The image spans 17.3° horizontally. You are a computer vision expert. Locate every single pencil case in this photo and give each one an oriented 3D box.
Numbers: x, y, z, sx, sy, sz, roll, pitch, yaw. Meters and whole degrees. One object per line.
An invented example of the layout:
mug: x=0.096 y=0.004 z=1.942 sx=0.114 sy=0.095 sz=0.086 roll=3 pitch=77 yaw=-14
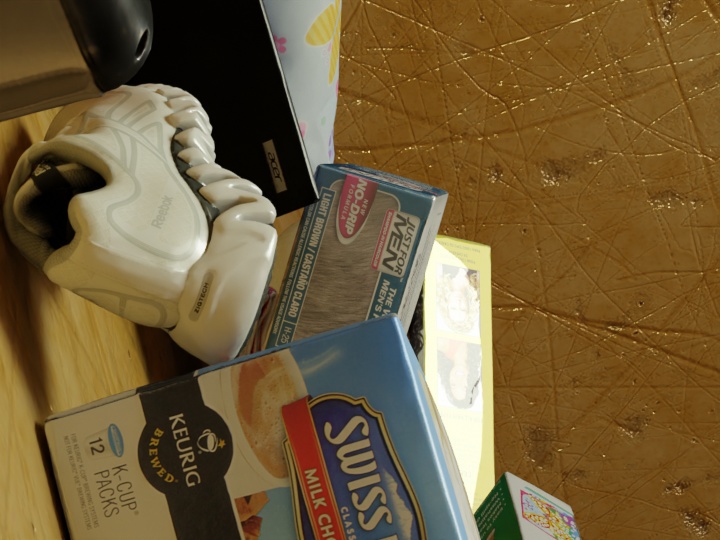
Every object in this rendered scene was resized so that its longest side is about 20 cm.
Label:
pencil case: x=-0.056 y=-0.127 z=1.201 sx=0.083 sy=0.090 sz=0.201 roll=-69 pitch=163 yaw=-55

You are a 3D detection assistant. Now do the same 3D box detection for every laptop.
laptop: x=-0.086 y=-0.096 z=1.173 sx=0.200 sy=0.103 sz=0.178 roll=44 pitch=31 yaw=-86

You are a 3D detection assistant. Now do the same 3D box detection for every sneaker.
sneaker: x=-0.095 y=-0.030 z=0.881 sx=0.200 sy=0.081 sz=0.075 roll=42 pitch=-64 yaw=64

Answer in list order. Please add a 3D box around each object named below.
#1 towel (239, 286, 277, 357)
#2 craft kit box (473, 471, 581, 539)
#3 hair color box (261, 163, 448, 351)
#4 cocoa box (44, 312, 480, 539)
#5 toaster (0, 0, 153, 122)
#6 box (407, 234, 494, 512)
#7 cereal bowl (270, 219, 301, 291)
towel: x=-0.062 y=0.042 z=1.283 sx=0.200 sy=0.030 sz=0.147 roll=-101 pitch=-170 yaw=-69
craft kit box: x=0.037 y=0.215 z=1.053 sx=0.048 sy=0.200 sz=0.198 roll=30 pitch=14 yaw=-16
hair color box: x=0.000 y=0.000 z=1.189 sx=0.200 sy=0.060 sz=0.100 roll=-34 pitch=141 yaw=-86
cocoa box: x=-0.021 y=0.110 z=0.882 sx=0.200 sy=0.131 sz=0.134 roll=65 pitch=8 yaw=-77
toaster: x=-0.113 y=-0.125 z=0.439 sx=0.181 sy=0.118 sz=0.200 roll=-103 pitch=176 yaw=-49
box: x=0.034 y=0.086 z=1.304 sx=0.075 sy=0.050 sz=0.201 roll=-28 pitch=-123 yaw=53
cereal bowl: x=-0.028 y=0.060 z=1.769 sx=0.200 sy=0.083 sz=0.201 roll=-16 pitch=90 yaw=-87
